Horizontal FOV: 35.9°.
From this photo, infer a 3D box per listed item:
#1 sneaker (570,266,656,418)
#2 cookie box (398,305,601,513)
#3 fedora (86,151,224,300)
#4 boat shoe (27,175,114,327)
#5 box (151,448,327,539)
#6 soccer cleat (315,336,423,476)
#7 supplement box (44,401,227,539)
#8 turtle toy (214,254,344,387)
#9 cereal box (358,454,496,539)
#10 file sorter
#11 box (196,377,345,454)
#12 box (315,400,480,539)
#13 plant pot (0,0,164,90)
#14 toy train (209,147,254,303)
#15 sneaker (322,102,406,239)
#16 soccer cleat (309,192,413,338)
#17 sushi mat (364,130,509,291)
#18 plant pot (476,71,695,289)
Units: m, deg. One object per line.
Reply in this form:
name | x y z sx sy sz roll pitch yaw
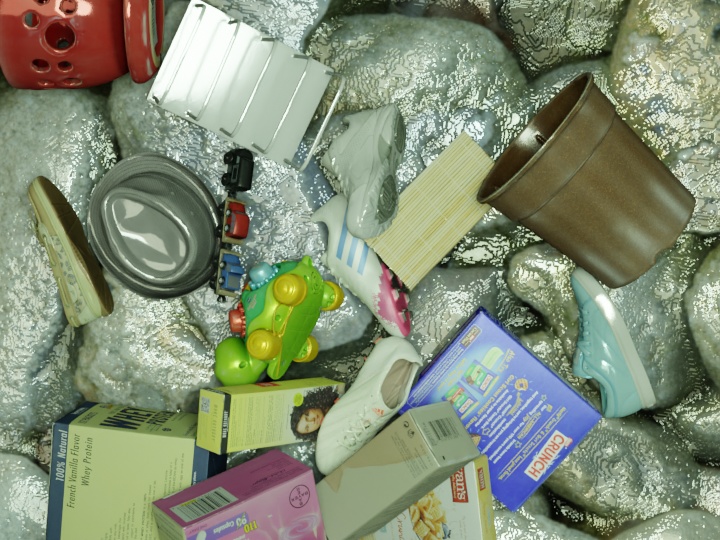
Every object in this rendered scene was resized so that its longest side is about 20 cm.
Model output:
sneaker | 0.296 0.095 1.391 0.082 0.074 0.201 -26 91 2
cookie box | 0.173 0.175 1.406 0.200 0.075 0.171 41 99 1
fedora | -0.270 -0.054 1.419 0.177 0.090 0.200 -39 90 7
boat shoe | -0.389 -0.024 1.441 0.062 0.073 0.201 -23 94 8
box | -0.135 0.348 1.339 0.175 0.097 0.201 -19 108 -29
soccer cleat | 0.008 0.175 1.378 0.069 0.078 0.201 27 95 -33
supplement box | -0.284 0.287 1.425 0.198 0.134 0.201 6 95 4
turtle toy | -0.115 0.067 1.402 0.101 0.146 0.201 30 96 24
cereal box | 0.075 0.302 1.396 0.199 0.039 0.145 -5 93 38
file sorter | -0.138 -0.223 1.349 0.199 0.125 0.139 24 96 -18
box | -0.108 0.177 1.378 0.050 0.199 0.076 10 99 46
box | 0.036 0.246 1.337 0.200 0.095 0.078 -42 67 30
plant pot | -0.336 -0.320 1.357 0.181 0.200 0.202 1 95 -4
toy train | -0.160 -0.059 1.410 0.046 0.034 0.201 -4 77 44
sneaker | -0.002 -0.118 1.376 0.099 0.078 0.201 -3 51 20
soccer cleat | 0.000 0.000 1.418 0.086 0.070 0.201 -23 87 15
sushi mat | 0.098 -0.077 1.394 0.096 0.012 0.200 45 78 0
plant pot | 0.277 -0.095 1.327 0.198 0.200 0.200 41 97 -6
